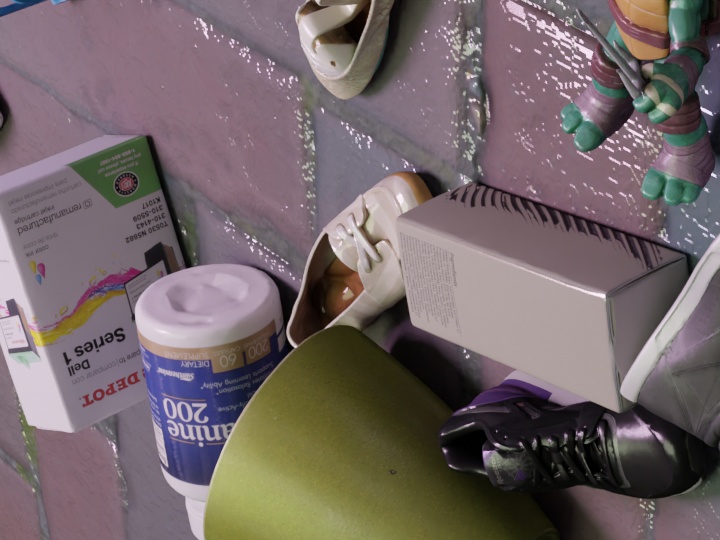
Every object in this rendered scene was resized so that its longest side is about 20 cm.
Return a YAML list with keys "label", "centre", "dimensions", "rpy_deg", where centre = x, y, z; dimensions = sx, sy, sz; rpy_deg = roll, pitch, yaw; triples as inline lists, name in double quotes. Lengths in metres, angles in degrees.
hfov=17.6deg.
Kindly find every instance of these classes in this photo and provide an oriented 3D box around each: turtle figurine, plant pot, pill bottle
- label: "turtle figurine"
  centre: [0.145, -0.133, 1.224]
  dimensions: [0.201, 0.100, 0.150]
  rpy_deg: [78, 166, -49]
- label: "plant pot"
  centre: [0.029, 0.164, 1.566]
  dimensions: [0.199, 0.187, 0.188]
  rpy_deg: [28, 136, 25]
- label: "pill bottle"
  centre: [-0.104, 0.106, 1.767]
  dimensions: [0.111, 0.111, 0.201]
  rpy_deg: [26, 132, 47]

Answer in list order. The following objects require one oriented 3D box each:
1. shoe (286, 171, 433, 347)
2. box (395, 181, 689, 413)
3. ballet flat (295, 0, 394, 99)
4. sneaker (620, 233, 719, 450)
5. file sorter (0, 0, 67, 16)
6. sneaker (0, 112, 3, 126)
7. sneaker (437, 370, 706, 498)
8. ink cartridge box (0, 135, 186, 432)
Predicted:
- label: "shoe"
  centre: [0.000, 0.000, 1.587]
  dimensions: [0.070, 0.053, 0.200]
  rpy_deg: [57, 149, 14]
- label: "box"
  centre: [0.110, 0.013, 1.410]
  dimensions: [0.200, 0.068, 0.083]
  rpy_deg: [23, 130, 49]
- label: "ballet flat"
  centre: [-0.012, -0.174, 1.474]
  dimensions: [0.068, 0.062, 0.200]
  rpy_deg: [53, 148, 20]
- label: "sneaker"
  centre: [0.224, 0.024, 1.254]
  dimensions: [0.099, 0.071, 0.201]
  rpy_deg: [36, 131, 12]
- label: "file sorter"
  centre: [-0.252, -0.264, 1.726]
  dimensions: [0.200, 0.122, 0.140]
  rpy_deg: [-7, 105, 58]
- label: "sneaker"
  centre: [-0.399, -0.142, 2.084]
  dimensions: [0.130, 0.079, 0.199]
  rpy_deg: [61, 149, 11]
- label: "sneaker"
  centre: [0.126, 0.116, 1.438]
  dimensions: [0.200, 0.087, 0.076]
  rpy_deg: [4, 114, 56]
- label: "ink cartridge box"
  centre: [-0.217, 0.010, 1.841]
  dimensions: [0.084, 0.144, 0.201]
  rpy_deg: [4, 114, 56]
